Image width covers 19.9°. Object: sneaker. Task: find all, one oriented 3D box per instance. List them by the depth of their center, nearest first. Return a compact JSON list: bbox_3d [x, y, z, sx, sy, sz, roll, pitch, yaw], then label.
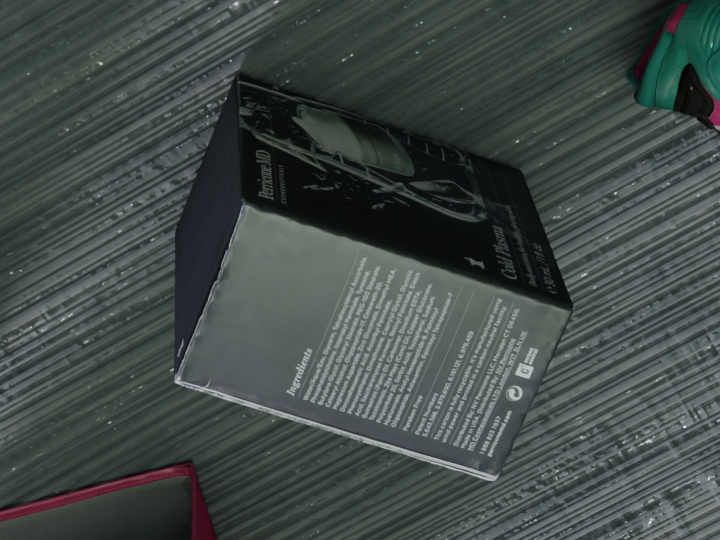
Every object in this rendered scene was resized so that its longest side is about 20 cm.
[{"bbox_3d":[0.223,-0.106,1.229,0.084,0.120,0.200,-57,151,-13],"label":"sneaker"}]

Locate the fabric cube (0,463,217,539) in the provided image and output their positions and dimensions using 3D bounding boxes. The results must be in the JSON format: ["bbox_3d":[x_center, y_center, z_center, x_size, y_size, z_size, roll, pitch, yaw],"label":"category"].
[{"bbox_3d":[-0.172,0.279,1.326,0.195,0.200,0.200,-14,118,2],"label":"fabric cube"}]

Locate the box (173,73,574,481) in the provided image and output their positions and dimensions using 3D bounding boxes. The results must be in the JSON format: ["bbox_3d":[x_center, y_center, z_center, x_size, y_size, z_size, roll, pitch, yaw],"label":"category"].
[{"bbox_3d":[0.000,0.000,1.196,0.196,0.200,0.124,16,113,-13],"label":"box"}]
